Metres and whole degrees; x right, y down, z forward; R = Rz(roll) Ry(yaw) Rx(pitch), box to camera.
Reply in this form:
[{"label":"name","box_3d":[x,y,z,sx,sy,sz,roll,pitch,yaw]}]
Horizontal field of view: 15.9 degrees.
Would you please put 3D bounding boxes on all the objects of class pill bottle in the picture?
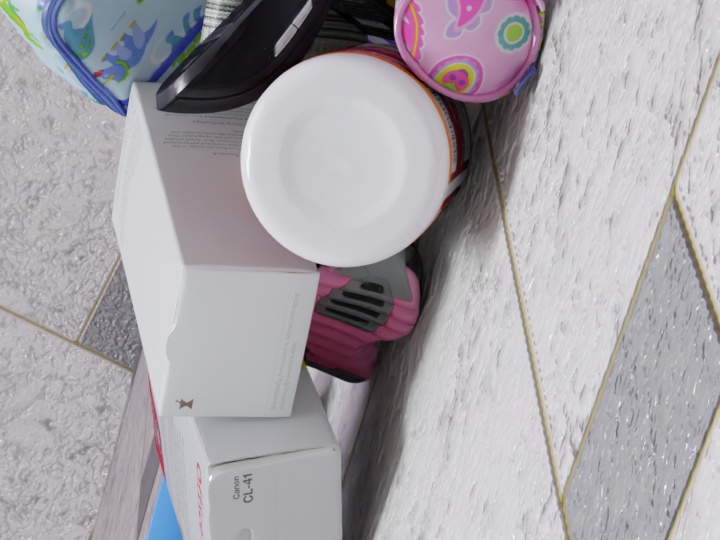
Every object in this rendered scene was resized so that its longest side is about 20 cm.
[{"label":"pill bottle","box_3d":[0.003,-0.068,1.437,0.200,0.112,0.114,-41,-34,-80]}]

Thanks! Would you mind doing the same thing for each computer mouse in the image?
[{"label":"computer mouse","box_3d":[-0.023,-0.150,1.401,0.200,0.046,0.140,-47,11,-15]}]

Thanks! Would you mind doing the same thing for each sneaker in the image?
[{"label":"sneaker","box_3d":[0.000,0.000,1.591,0.200,0.079,0.096,130,163,-69]}]

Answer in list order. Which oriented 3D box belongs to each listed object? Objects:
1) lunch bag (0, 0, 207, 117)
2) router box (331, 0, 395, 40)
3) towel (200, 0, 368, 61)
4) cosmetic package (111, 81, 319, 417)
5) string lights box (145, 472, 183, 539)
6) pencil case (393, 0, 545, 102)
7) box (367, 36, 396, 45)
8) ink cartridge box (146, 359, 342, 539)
[{"label":"lunch bag","box_3d":[-0.123,-0.201,1.564,0.200,0.082,0.161,-50,-27,-9]},{"label":"router box","box_3d":[0.023,-0.253,1.570,0.157,0.052,0.201,28,-103,-66]},{"label":"towel","box_3d":[-0.036,-0.206,1.574,0.200,0.034,0.194,-5,-73,-65]},{"label":"cosmetic package","box_3d":[-0.090,-0.015,1.515,0.201,0.084,0.108,-111,28,-51]},{"label":"string lights box","box_3d":[-0.093,0.159,1.795,0.103,0.059,0.201,55,-136,-58]},{"label":"pencil case","box_3d":[0.054,-0.158,1.424,0.200,0.087,0.088,-102,27,-69]},{"label":"box","box_3d":[-0.004,-0.157,1.823,0.064,0.070,0.202,-174,97,-77]},{"label":"ink cartridge box","box_3d":[-0.073,0.107,1.571,0.200,0.085,0.148,-116,20,-51]}]
